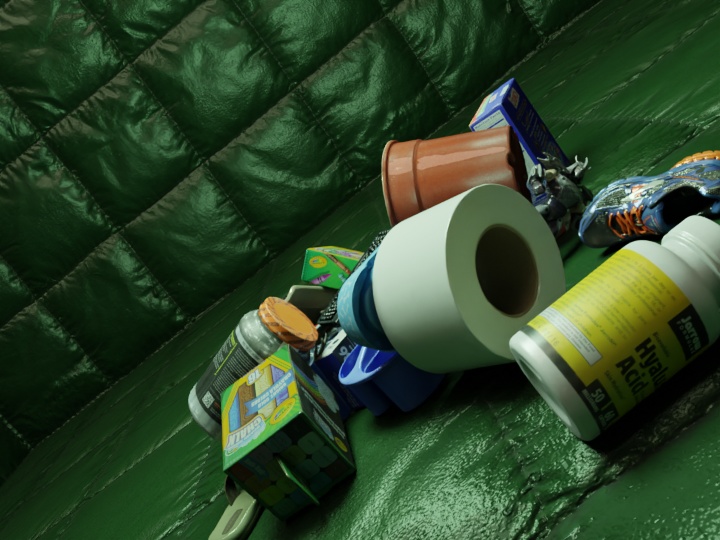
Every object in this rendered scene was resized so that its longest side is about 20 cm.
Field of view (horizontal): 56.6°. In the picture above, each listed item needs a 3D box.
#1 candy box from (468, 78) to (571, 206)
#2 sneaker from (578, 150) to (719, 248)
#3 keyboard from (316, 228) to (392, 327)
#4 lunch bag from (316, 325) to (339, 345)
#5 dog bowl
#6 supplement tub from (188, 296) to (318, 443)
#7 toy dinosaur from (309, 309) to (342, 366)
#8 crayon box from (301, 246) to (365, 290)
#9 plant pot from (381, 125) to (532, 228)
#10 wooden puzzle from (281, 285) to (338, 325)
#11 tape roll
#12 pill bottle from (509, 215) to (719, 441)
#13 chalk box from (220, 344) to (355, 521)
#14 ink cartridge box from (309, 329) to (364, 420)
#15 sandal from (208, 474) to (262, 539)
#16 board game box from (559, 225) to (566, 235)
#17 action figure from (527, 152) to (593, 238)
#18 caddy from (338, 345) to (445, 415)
[{"bbox_3d":[0.289,-0.222,1.192,0.076,0.201,0.170,-28,15,33],"label":"candy box"},{"bbox_3d":[0.349,-0.075,0.802,0.199,0.076,0.079,-29,18,43],"label":"sneaker"},{"bbox_3d":[0.000,0.000,1.059,0.103,0.040,0.202,-6,45,54],"label":"keyboard"},{"bbox_3d":[-0.032,0.112,1.229,0.160,0.076,0.200,-42,12,0],"label":"lunch bag"},{"bbox_3d":[0.044,0.021,0.861,0.049,0.112,0.200,-16,25,50],"label":"dog bowl"},{"bbox_3d":[-0.156,0.147,0.987,0.201,0.122,0.123,-53,9,14],"label":"supplement tub"},{"bbox_3d":[-0.097,0.148,1.113,0.179,0.105,0.202,-23,-37,-22],"label":"toy dinosaur"},{"bbox_3d":[-0.025,-0.003,1.229,0.200,0.116,0.060,-18,-60,-78],"label":"crayon box"},{"bbox_3d":[0.158,-0.126,1.042,0.191,0.204,0.201,-11,23,23],"label":"plant pot"},{"bbox_3d":[-0.136,0.093,1.170,0.200,0.038,0.184,-43,-20,20],"label":"wooden puzzle"},{"bbox_3d":[0.130,0.015,0.804,0.138,0.204,0.203,-20,21,52],"label":"tape roll"},{"bbox_3d":[0.239,0.046,0.589,0.199,0.112,0.111,-39,12,1],"label":"pill bottle"},{"bbox_3d":[-0.094,0.218,0.852,0.123,0.125,0.201,-35,27,6],"label":"chalk box"},{"bbox_3d":[0.010,0.123,1.003,0.200,0.100,0.039,-47,16,-31],"label":"ink cartridge box"},{"bbox_3d":[-0.163,0.305,0.948,0.079,0.058,0.202,-32,14,25],"label":"sandal"},{"bbox_3d":[0.228,-0.043,1.104,0.152,0.041,0.200,-39,12,-3],"label":"board game box"},{"bbox_3d":[0.265,-0.074,0.933,0.202,0.129,0.069,-55,9,-4],"label":"action figure"},{"bbox_3d":[0.053,0.104,0.926,0.140,0.106,0.200,-22,20,49],"label":"caddy"}]
